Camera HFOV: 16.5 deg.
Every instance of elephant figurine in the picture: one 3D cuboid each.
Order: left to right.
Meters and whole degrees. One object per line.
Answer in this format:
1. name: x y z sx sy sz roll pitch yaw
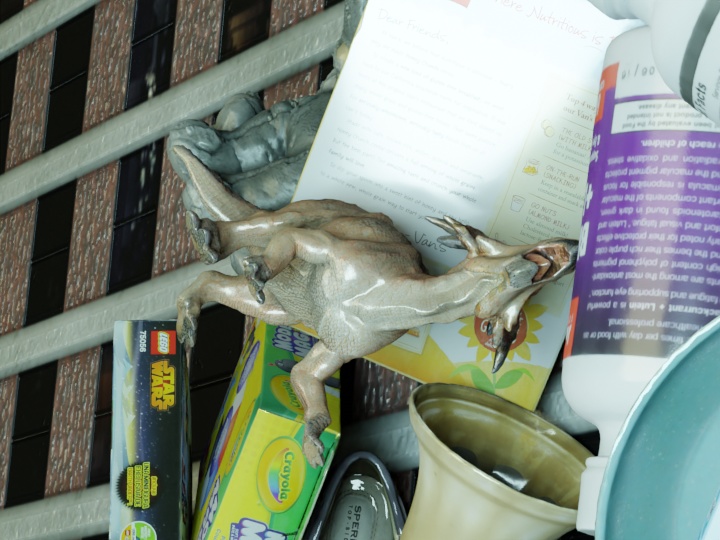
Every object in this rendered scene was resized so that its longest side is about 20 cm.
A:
1. elephant figurine: 0.017 -0.073 1.224 0.200 0.155 0.142 -38 79 13

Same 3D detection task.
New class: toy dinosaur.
1. toy dinosaur: 0.000 0.000 1.086 0.200 0.135 0.086 36 140 45

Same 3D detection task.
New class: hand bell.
1. hand bell: 0.027 0.163 1.117 0.201 0.104 0.104 -64 33 16

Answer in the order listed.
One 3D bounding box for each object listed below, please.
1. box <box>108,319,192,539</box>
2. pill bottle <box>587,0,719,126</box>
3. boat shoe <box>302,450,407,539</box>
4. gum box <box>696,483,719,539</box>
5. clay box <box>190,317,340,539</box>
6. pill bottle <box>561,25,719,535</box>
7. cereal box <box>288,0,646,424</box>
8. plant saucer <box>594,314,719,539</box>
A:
1. box: -0.109 0.143 1.297 0.137 0.040 0.201 96 174 -67
2. pill bottle: 0.177 -0.088 0.883 0.200 0.116 0.116 38 116 20
3. boat shoe: -0.006 0.183 1.193 0.065 0.071 0.201 88 -175 -66
4. gum box: 0.199 0.098 0.815 0.045 0.169 0.201 -36 -32 -76
5. clay box: -0.049 0.097 1.258 0.200 0.047 0.115 -90 20 -71
6. pill bottle: 0.140 0.010 0.991 0.111 0.111 0.201 -5 74 58
7. cereal box: 0.050 -0.048 1.141 0.040 0.143 0.201 -46 -21 -76
8. plant saucer: 0.182 0.097 0.864 0.036 0.199 0.201 -25 -44 -75
